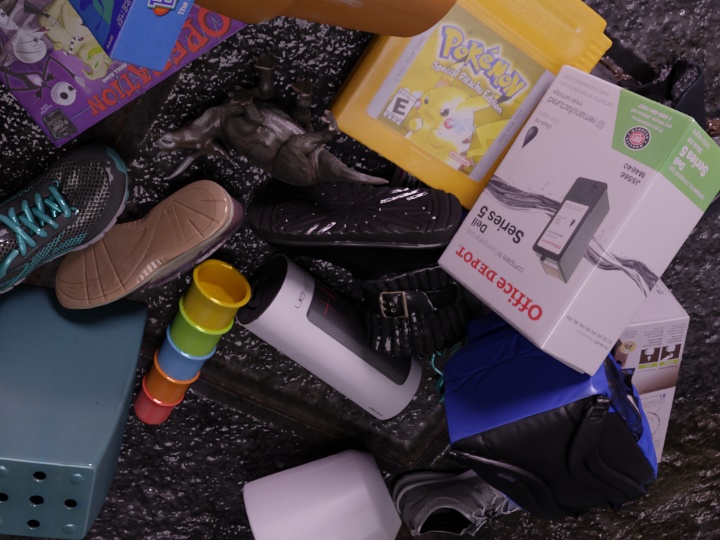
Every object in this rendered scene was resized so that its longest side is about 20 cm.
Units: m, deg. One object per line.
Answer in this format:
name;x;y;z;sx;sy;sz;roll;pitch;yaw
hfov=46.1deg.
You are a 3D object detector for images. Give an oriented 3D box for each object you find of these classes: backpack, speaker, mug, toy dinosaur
backpack;0.190;0.130;0.798;0.160;0.170;0.200;-20;132;28
speaker;-0.030;0.070;0.861;0.081;0.082;0.199;-42;119;17
mug;-0.038;0.281;0.982;0.151;0.187;0.152;-25;91;-4
toy dinosaur;-0.070;-0.115;0.728;0.196;0.078;0.103;16;145;-9

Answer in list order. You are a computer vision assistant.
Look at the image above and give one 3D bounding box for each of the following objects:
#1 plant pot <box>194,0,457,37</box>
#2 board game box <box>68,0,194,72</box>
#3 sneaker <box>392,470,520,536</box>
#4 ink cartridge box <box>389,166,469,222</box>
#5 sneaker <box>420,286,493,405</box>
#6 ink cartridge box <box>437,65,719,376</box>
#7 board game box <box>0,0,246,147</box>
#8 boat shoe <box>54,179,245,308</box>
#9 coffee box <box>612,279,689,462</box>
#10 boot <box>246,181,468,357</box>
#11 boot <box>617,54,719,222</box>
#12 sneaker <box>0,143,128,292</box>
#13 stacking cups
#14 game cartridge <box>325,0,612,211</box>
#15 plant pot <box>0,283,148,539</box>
plant pot;-0.016;-0.258;0.600;0.181;0.201;0.202;14;120;-36
board game box;-0.159;-0.254;0.562;0.045;0.201;0.153;4;127;-47
sneaker;0.140;0.289;1.030;0.195;0.083;0.076;-7;124;-6
ink cartridge box;0.093;-0.117;0.793;0.093;0.037;0.203;12;121;-17
sneaker;0.105;0.073;0.894;0.089;0.078;0.203;-12;122;3
ink cartridge box;0.176;-0.042;0.689;0.083;0.145;0.202;26;101;-40
board game box;-0.205;-0.201;0.688;0.198;0.033;0.121;-30;127;9
boat shoe;-0.193;-0.016;0.784;0.198;0.073;0.065;-29;158;15
coffee box;0.282;0.104;0.921;0.078;0.114;0.203;-7;123;-6
boot;0.000;0.002;0.799;0.206;0.080;0.160;8;134;13
boot;0.251;-0.089;0.812;0.198;0.077;0.169;-33;126;2
sneaker;-0.284;-0.032;0.723;0.199;0.091;0.078;-36;99;11
stacking cups;-0.177;0.081;0.841;0.060;0.061;0.201;22;123;-22
game cartridge;0.094;-0.168;0.722;0.174;0.033;0.201;27;116;-21
plant pot;-0.282;0.135;0.783;0.138;0.201;0.143;10;120;-16
